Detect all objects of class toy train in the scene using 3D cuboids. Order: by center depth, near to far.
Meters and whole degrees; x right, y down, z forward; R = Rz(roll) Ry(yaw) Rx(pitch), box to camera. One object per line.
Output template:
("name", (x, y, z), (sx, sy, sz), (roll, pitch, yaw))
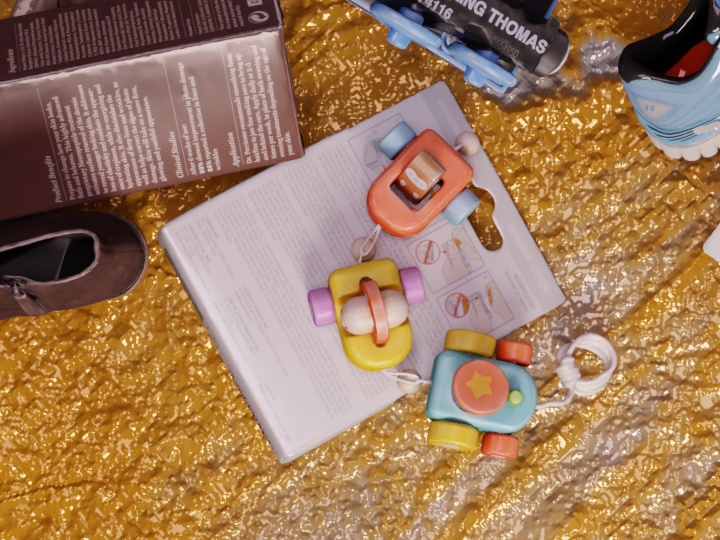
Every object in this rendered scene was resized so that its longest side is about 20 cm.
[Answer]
("toy train", (0.029, -0.173, 1.298), (0.200, 0.114, 0.087), (28, 93, -23))
("toy train", (0.057, 0.013, 1.325), (0.150, 0.056, 0.200), (-40, 86, -10))

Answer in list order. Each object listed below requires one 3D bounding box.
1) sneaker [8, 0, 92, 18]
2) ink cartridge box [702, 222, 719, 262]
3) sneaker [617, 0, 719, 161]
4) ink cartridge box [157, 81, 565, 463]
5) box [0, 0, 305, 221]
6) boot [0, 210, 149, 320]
("sneaker", (-0.157, -0.173, 1.374), (0.075, 0.070, 0.201), (26, 95, 3))
("ink cartridge box", (0.323, -0.050, 1.325), (0.162, 0.050, 0.200), (35, 98, 7))
("sneaker", (0.235, -0.138, 1.282), (0.200, 0.090, 0.079), (-31, 43, 21))
("ink cartridge box", (0.000, 0.000, 1.374), (0.199, 0.047, 0.161), (-28, 85, -10))
("box", (-0.140, -0.103, 1.334), (0.199, 0.075, 0.100), (-12, 130, -5))
("boot", (-0.228, -0.002, 1.332), (0.199, 0.166, 0.073), (-9, 88, 7))
